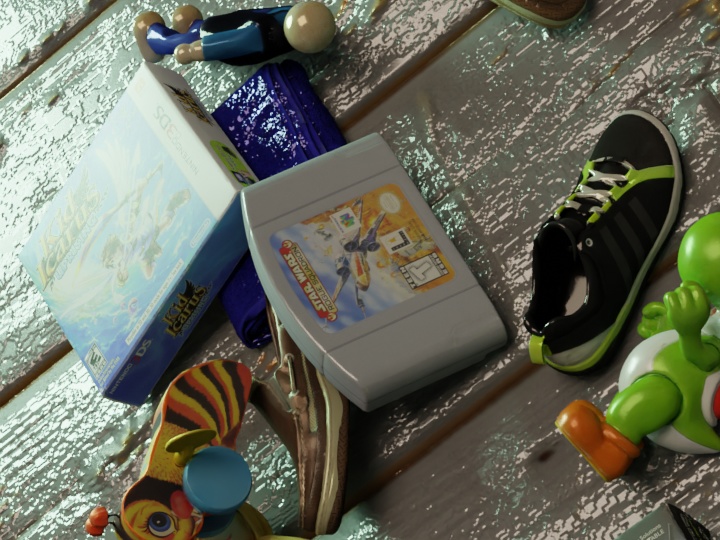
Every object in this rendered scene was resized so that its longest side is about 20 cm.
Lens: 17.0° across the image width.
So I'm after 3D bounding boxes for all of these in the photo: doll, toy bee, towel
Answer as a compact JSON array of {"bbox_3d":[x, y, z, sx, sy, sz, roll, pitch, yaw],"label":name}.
[{"bbox_3d":[-0.093,-0.182,1.868,0.199,0.136,0.049,4,106,47],"label":"doll"},{"bbox_3d":[-0.129,0.150,1.632,0.201,0.108,0.131,-97,21,-46],"label":"toy bee"},{"bbox_3d":[-0.071,-0.057,1.831,0.147,0.050,0.200,-38,51,12],"label":"towel"}]

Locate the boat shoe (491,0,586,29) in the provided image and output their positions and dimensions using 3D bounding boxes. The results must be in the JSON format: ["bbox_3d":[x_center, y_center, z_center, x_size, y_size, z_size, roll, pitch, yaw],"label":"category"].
[{"bbox_3d":[0.091,-0.242,1.803,0.072,0.076,0.200,-35,67,-21],"label":"boat shoe"}]

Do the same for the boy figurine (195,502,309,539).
[{"bbox_3d":[-0.061,0.231,1.670,0.124,0.064,0.200,-39,53,16],"label":"boy figurine"}]

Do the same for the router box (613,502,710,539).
[{"bbox_3d":[0.159,0.264,1.499,0.200,0.062,0.150,-38,50,13],"label":"router box"}]

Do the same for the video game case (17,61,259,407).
[{"bbox_3d":[-0.169,-0.030,1.855,0.200,0.045,0.181,-55,44,18],"label":"video game case"}]

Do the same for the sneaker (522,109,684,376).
[{"bbox_3d":[0.162,-0.025,1.631,0.071,0.083,0.201,5,70,36],"label":"sneaker"}]

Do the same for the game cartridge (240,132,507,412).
[{"bbox_3d":[0.000,0.000,1.709,0.133,0.042,0.200,-22,59,-18],"label":"game cartridge"}]

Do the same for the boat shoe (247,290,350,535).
[{"bbox_3d":[-0.045,0.095,1.710,0.074,0.075,0.203,2,54,-2],"label":"boat shoe"}]

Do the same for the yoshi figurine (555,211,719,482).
[{"bbox_3d":[0.206,0.038,1.556,0.200,0.112,0.113,-42,44,6],"label":"yoshi figurine"}]
